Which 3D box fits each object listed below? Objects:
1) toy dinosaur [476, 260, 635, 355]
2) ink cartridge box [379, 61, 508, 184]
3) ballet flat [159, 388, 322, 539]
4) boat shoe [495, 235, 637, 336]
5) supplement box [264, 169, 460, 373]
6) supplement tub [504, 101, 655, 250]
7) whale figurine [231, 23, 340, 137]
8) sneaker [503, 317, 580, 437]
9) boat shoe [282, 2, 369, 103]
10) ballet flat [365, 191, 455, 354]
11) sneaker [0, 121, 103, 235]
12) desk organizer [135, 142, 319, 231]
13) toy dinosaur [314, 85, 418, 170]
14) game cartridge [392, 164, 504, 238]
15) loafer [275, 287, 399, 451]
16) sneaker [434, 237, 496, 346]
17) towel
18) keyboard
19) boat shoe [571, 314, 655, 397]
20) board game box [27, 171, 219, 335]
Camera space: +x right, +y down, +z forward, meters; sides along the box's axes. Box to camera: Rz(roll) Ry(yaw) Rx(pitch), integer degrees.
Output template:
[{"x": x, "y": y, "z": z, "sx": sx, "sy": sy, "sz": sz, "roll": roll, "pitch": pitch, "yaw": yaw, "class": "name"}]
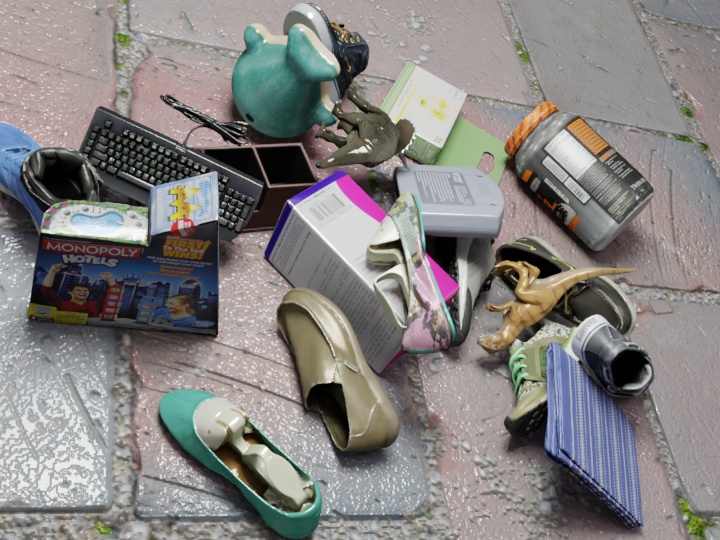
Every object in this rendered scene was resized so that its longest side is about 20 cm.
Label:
[{"x": 0.217, "y": 0.028, "z": 1.105, "sx": 0.199, "sy": 0.060, "sz": 0.107, "roll": -36, "pitch": 66, "yaw": -2, "class": "toy dinosaur"}, {"x": 0.125, "y": -0.200, "z": 1.304, "sx": 0.198, "sy": 0.048, "sz": 0.146, "roll": 28, "pitch": 47, "yaw": 0, "class": "ink cartridge box"}, {"x": -0.110, "y": 0.173, "z": 0.884, "sx": 0.200, "sy": 0.071, "sz": 0.067, "roll": 41, "pitch": 49, "yaw": 9, "class": "ballet flat"}, {"x": 0.253, "y": 0.024, "z": 1.149, "sx": 0.060, "sy": 0.072, "sz": 0.201, "roll": -8, "pitch": 34, "yaw": -41, "class": "boat shoe"}, {"x": 0.000, "y": 0.000, "z": 1.051, "sx": 0.200, "sy": 0.104, "sz": 0.101, "roll": 45, "pitch": 48, "yaw": 13, "class": "supplement box"}, {"x": 0.305, "y": -0.137, "z": 1.292, "sx": 0.200, "sy": 0.123, "sz": 0.122, "roll": 47, "pitch": 49, "yaw": 14, "class": "supplement tub"}, {"x": -0.095, "y": -0.230, "z": 1.126, "sx": 0.159, "sy": 0.200, "sz": 0.104, "roll": 47, "pitch": 72, "yaw": -12, "class": "whale figurine"}, {"x": 0.202, "y": 0.121, "z": 1.089, "sx": 0.088, "sy": 0.077, "sz": 0.200, "roll": 31, "pitch": 41, "yaw": 16, "class": "sneaker"}, {"x": -0.041, "y": -0.298, "z": 1.187, "sx": 0.071, "sy": 0.201, "sz": 0.091, "roll": 35, "pitch": 75, "yaw": 16, "class": "boat shoe"}, {"x": 0.045, "y": -0.001, "z": 0.970, "sx": 0.070, "sy": 0.069, "sz": 0.202, "roll": -8, "pitch": 58, "yaw": -8, "class": "ballet flat"}, {"x": -0.337, "y": -0.109, "z": 0.963, "sx": 0.076, "sy": 0.112, "sz": 0.201, "roll": -23, "pitch": 67, "yaw": -37, "class": "sneaker"}, {"x": -0.154, "y": -0.095, "z": 1.065, "sx": 0.198, "sy": 0.077, "sz": 0.072, "roll": -7, "pitch": 58, "yaw": -30, "class": "desk organizer"}, {"x": 0.009, "y": -0.163, "z": 1.107, "sx": 0.102, "sy": 0.078, "sz": 0.200, "roll": 30, "pitch": 24, "yaw": 9, "class": "toy dinosaur"}, {"x": 0.110, "y": -0.088, "z": 1.142, "sx": 0.131, "sy": 0.041, "sz": 0.200, "roll": -1, "pitch": 23, "yaw": 0, "class": "game cartridge"}, {"x": -0.034, "y": 0.106, "z": 0.970, "sx": 0.067, "sy": 0.076, "sz": 0.201, "roll": -19, "pitch": 65, "yaw": -42, "class": "loafer"}, {"x": 0.134, "y": 0.009, "z": 1.131, "sx": 0.079, "sy": 0.074, "sz": 0.202, "roll": 24, "pitch": 48, "yaw": -14, "class": "sneaker"}, {"x": 0.261, "y": 0.187, "z": 1.027, "sx": 0.200, "sy": 0.024, "sz": 0.146, "roll": 43, "pitch": 40, "yaw": -35, "class": "towel"}, {"x": -0.198, "y": -0.126, "z": 0.996, "sx": 0.198, "sy": 0.021, "sz": 0.128, "roll": 24, "pitch": 89, "yaw": -7, "class": "keyboard"}, {"x": 0.314, "y": 0.116, "z": 1.079, "sx": 0.068, "sy": 0.072, "sz": 0.200, "roll": 43, "pitch": 1, "yaw": 40, "class": "boat shoe"}, {"x": -0.213, "y": -0.019, "z": 0.895, "sx": 0.197, "sy": 0.200, "sz": 0.062, "roll": 7, "pitch": 53, "yaw": -22, "class": "board game box"}]
